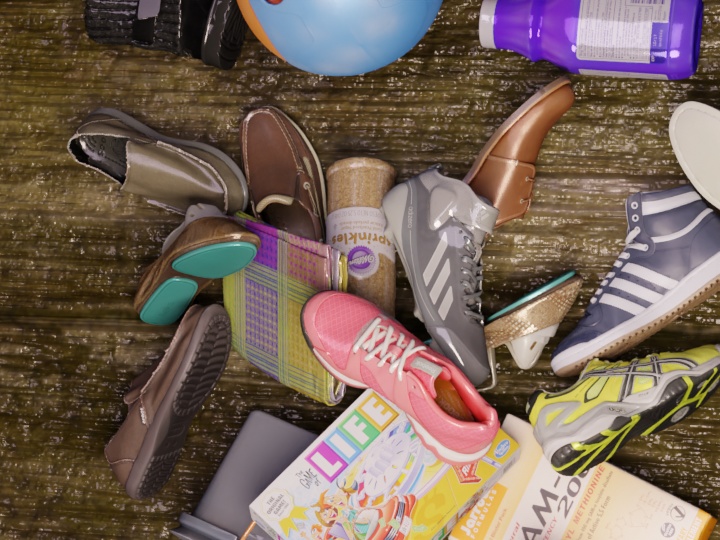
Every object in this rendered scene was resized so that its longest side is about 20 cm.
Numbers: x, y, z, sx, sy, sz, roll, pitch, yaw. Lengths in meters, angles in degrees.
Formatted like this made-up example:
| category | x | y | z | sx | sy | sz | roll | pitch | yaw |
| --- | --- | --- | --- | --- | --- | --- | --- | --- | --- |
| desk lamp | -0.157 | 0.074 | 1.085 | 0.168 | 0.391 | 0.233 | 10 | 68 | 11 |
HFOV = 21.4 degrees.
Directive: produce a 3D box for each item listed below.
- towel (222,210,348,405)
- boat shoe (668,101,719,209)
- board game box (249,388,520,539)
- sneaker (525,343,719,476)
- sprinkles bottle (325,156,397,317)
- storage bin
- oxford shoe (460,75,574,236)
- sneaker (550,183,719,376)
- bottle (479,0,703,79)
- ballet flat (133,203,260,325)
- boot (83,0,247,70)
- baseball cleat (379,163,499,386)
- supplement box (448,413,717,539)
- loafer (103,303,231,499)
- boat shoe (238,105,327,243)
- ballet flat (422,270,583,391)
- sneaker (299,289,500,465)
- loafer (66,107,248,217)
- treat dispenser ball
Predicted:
| category | x | y | z | sx | sy | sz | roll | pitch | yaw |
| --- | --- | --- | --- | --- | --- | --- | --- | --- | --- |
| towel | -0.068 | 0.031 | 1.714 | 0.199 | 0.023 | 0.145 | 20 | 115 | 55 |
| boat shoe | 0.356 | -0.075 | 1.672 | 0.202 | 0.060 | 0.072 | 45 | 124 | 18 |
| board game box | 0.022 | 0.181 | 1.629 | 0.134 | 0.034 | 0.200 | 39 | 71 | 20 |
| sneaker | 0.233 | 0.100 | 1.641 | 0.199 | 0.076 | 0.077 | -22 | 58 | -23 |
| sprinkles bottle | 0.000 | 0.000 | 1.736 | 0.068 | 0.068 | 0.202 | -6 | 68 | 15 |
| storage bin | -0.052 | 0.216 | 1.710 | 0.199 | 0.146 | 0.135 | 20 | 77 | 17 |
| oxford shoe | 0.137 | -0.088 | 1.735 | 0.071 | 0.071 | 0.200 | 41 | 105 | 13 |
| sneaker | 0.235 | 0.004 | 1.688 | 0.199 | 0.070 | 0.109 | -33 | 77 | 4 |
| bottle | 0.208 | -0.220 | 1.731 | 0.198 | 0.065 | 0.084 | 5 | 82 | 16 |
| ballet flat | -0.154 | -0.017 | 1.765 | 0.067 | 0.200 | 0.073 | 11 | 61 | -25 |
| boot | -0.174 | -0.307 | 1.844 | 0.157 | 0.079 | 0.213 | 18 | 87 | 17 |
| baseball cleat | 0.086 | -0.003 | 1.667 | 0.106 | 0.070 | 0.201 | -32 | 69 | 18 |
| supplement box | 0.194 | 0.225 | 1.665 | 0.199 | 0.073 | 0.127 | 25 | 88 | 18 |
| loafer | -0.188 | 0.114 | 1.780 | 0.071 | 0.073 | 0.201 | 31 | 100 | 23 |
| boat shoe | -0.068 | -0.065 | 1.781 | 0.074 | 0.075 | 0.204 | -23 | 76 | 11 |
| ballet flat | 0.122 | 0.068 | 1.718 | 0.199 | 0.070 | 0.066 | -27 | 85 | 19 |
| sneaker | 0.040 | 0.078 | 1.588 | 0.200 | 0.087 | 0.074 | 38 | 68 | 0 |
| loafer | -0.197 | -0.091 | 1.814 | 0.199 | 0.070 | 0.076 | 22 | 120 | 23 |
| treat dispenser ball | -0.019 | -0.278 | 1.733 | 0.199 | 0.201 | 0.203 | -2 | 81 | 15 |
